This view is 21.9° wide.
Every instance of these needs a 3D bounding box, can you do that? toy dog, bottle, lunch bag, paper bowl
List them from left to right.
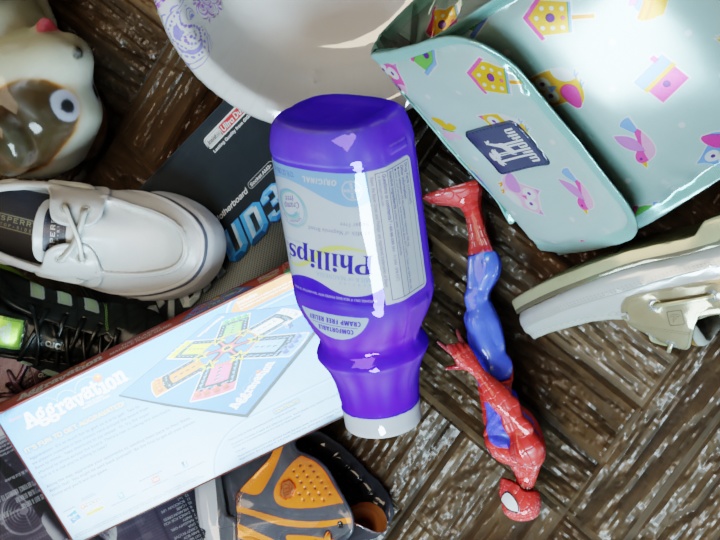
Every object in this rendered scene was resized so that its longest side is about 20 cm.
[{"bbox_3d":[-0.261,-0.133,1.228,0.200,0.140,0.194,28,103,22],"label":"toy dog"},{"bbox_3d":[-0.020,-0.189,1.099,0.201,0.104,0.201,1,108,2],"label":"paper bowl"},{"bbox_3d":[0.000,0.000,1.074,0.084,0.065,0.200,11,120,37],"label":"bottle"},{"bbox_3d":[0.126,-0.112,1.012,0.200,0.122,0.170,-33,114,26],"label":"lunch bag"}]

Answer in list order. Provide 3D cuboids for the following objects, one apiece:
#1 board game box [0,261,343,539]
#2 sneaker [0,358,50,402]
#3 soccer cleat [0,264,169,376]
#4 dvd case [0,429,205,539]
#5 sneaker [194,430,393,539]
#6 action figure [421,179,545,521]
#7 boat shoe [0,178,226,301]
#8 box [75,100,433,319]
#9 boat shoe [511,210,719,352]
[{"bbox_3d":[-0.109,0.082,1.130,0.200,0.019,0.103,-26,113,3],"label":"board game box"},{"bbox_3d":[-0.228,0.104,1.247,0.116,0.076,0.200,-44,71,17],"label":"sneaker"},{"bbox_3d":[-0.190,0.043,1.172,0.200,0.081,0.068,19,101,25],"label":"soccer cleat"},{"bbox_3d":[-0.173,0.171,1.205,0.149,0.016,0.200,-26,81,-6],"label":"dvd case"},{"bbox_3d":[-0.032,0.193,1.145,0.112,0.078,0.200,-18,82,27],"label":"sneaker"},{"bbox_3d":[0.074,0.050,1.096,0.052,0.065,0.200,-16,87,1],"label":"action figure"},{"bbox_3d":[-0.182,-0.020,1.176,0.200,0.065,0.074,4,91,28],"label":"boat shoe"},{"bbox_3d":[-0.074,-0.007,1.183,0.200,0.046,0.159,-43,72,21],"label":"box"},{"bbox_3d":[0.176,0.012,1.041,0.200,0.075,0.068,-21,92,36],"label":"boat shoe"}]
